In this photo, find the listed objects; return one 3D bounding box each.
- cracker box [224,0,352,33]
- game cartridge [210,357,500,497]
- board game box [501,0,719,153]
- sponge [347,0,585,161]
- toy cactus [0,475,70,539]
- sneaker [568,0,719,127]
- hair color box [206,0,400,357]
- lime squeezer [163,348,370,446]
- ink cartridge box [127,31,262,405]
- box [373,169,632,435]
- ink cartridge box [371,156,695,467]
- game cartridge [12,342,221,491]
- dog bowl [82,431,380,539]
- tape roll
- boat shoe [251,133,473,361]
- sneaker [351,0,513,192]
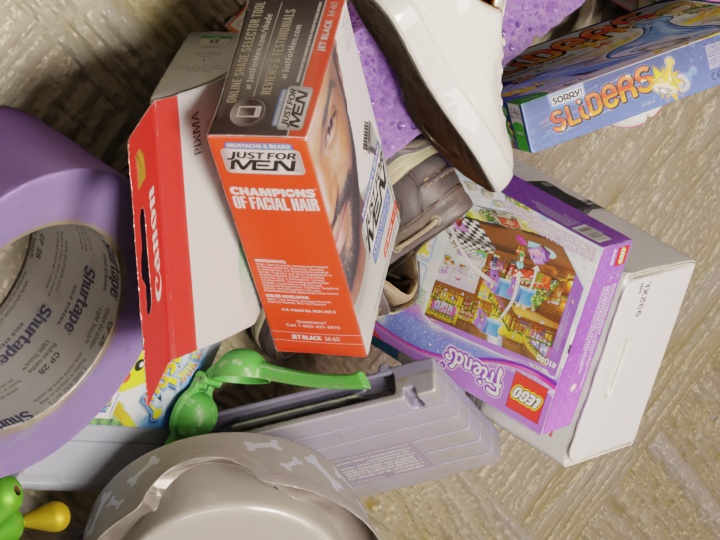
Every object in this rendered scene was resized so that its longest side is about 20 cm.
[{"bbox_3d":[0.018,-0.161,1.764,0.200,0.058,0.134,-44,144,-17],"label":"cracker box"},{"bbox_3d":[-0.021,0.113,1.855,0.200,0.038,0.130,-14,154,17],"label":"game cartridge"},{"bbox_3d":[0.159,-0.128,1.820,0.200,0.135,0.034,-21,107,-22],"label":"board game box"},{"bbox_3d":[0.057,-0.157,1.738,0.200,0.030,0.112,-39,141,-22],"label":"sponge"},{"bbox_3d":[-0.257,0.187,1.665,0.200,0.102,0.165,34,83,-44],"label":"toy cactus"},{"bbox_3d":[0.207,-0.196,1.948,0.200,0.081,0.088,-60,147,4],"label":"sneaker"},{"bbox_3d":[-0.029,-0.053,1.656,0.200,0.064,0.111,73,25,-49],"label":"hair color box"},{"bbox_3d":[-0.085,0.094,1.784,0.200,0.071,0.038,-34,171,20],"label":"lime squeezer"},{"bbox_3d":[-0.089,-0.034,1.619,0.200,0.050,0.161,-77,165,-68],"label":"ink cartridge box"},{"bbox_3d":[0.069,0.000,1.829,0.039,0.200,0.137,-15,129,-51],"label":"box"},{"bbox_3d":[0.106,0.017,1.888,0.084,0.200,0.145,-12,126,-48],"label":"ink cartridge box"},{"bbox_3d":[-0.144,0.048,1.756,0.133,0.040,0.200,4,114,-56],"label":"game cartridge"},{"bbox_3d":[-0.084,0.181,1.775,0.200,0.059,0.200,-4,132,-5],"label":"dog bowl"},{"bbox_3d":[-0.211,0.014,1.601,0.200,0.085,0.200,-31,139,-32],"label":"tape roll"},{"bbox_3d":[0.000,0.000,1.809,0.074,0.073,0.200,-31,164,-51],"label":"boat shoe"},{"bbox_3d":[0.066,-0.126,1.684,0.085,0.073,0.200,-44,142,-13],"label":"sneaker"}]
